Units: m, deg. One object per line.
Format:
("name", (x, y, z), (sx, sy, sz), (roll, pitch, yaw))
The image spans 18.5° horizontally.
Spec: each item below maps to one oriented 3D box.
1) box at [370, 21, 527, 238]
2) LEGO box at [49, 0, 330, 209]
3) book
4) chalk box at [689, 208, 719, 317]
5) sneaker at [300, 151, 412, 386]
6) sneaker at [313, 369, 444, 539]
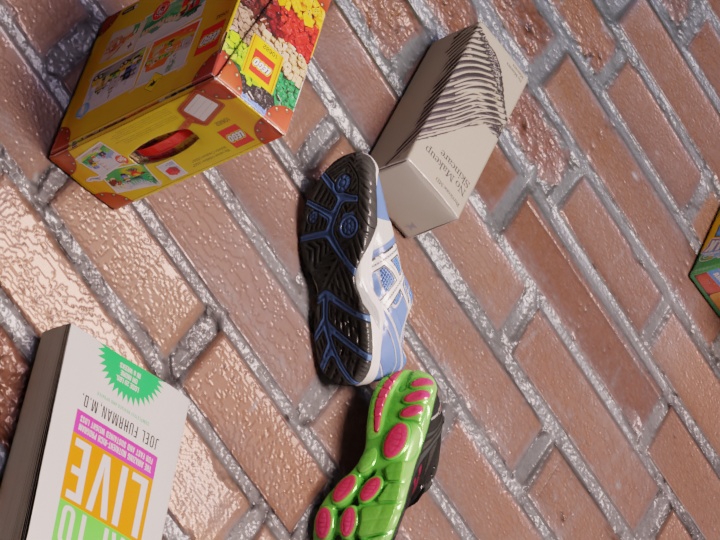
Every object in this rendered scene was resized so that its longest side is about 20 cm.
("box", (0.076, -0.129, 2.006), (0.082, 0.068, 0.200), (47, 46, -24))
("LEGO box", (-0.130, -0.151, 1.697), (0.077, 0.200, 0.149), (39, 51, -30))
("book", (-0.198, 0.158, 1.633), (0.134, 0.048, 0.200), (35, 51, -38))
("chalk box", (0.435, -0.001, 2.300), (0.125, 0.124, 0.200), (52, 46, -21))
("sneaker", (0.000, 0.000, 1.884), (0.077, 0.076, 0.201), (8, 79, -51))
("sneaker", (0.026, 0.180, 1.830), (0.200, 0.077, 0.084), (-63, 141, -25))
